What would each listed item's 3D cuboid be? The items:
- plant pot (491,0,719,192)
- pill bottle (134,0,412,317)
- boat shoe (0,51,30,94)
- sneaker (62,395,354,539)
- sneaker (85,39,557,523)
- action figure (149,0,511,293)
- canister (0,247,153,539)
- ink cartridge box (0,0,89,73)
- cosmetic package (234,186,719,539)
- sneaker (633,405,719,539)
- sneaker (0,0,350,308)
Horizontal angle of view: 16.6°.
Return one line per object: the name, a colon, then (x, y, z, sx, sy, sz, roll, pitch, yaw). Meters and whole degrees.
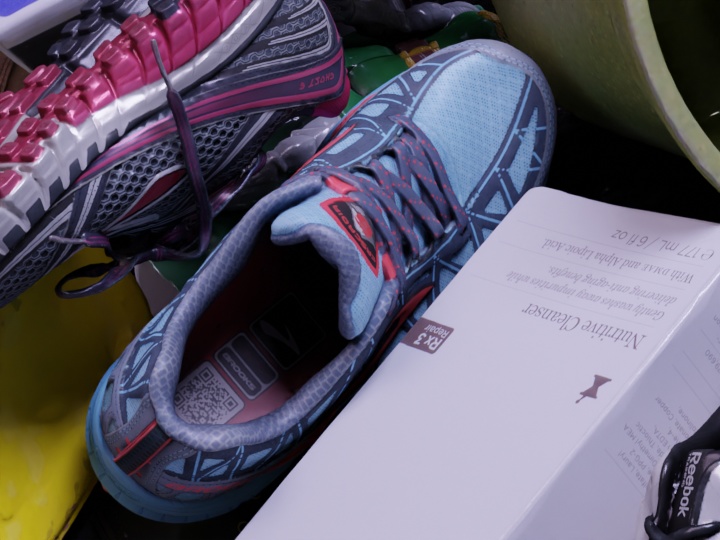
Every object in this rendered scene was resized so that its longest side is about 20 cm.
plant pot: (0.133, -0.106, 0.797, 0.200, 0.201, 0.184, -46, 17, -12)
pill bottle: (-0.037, -0.057, 0.984, 0.110, 0.111, 0.201, -27, 31, 22)
boat shoe: (-0.126, -0.067, 0.941, 0.201, 0.072, 0.072, -61, 15, -1)
sneaker: (-0.027, 0.079, 0.837, 0.200, 0.075, 0.106, -45, 42, -11)
sneaker: (0.000, 0.000, 0.776, 0.200, 0.079, 0.096, -48, -1, -17)
action figure: (0.001, -0.060, 0.881, 0.199, 0.055, 0.118, -20, 60, -28)
canister: (-0.181, 0.060, 0.863, 0.199, 0.087, 0.149, -14, 34, 38)
ink cartridge box: (-0.055, -0.193, 0.881, 0.197, 0.047, 0.201, -24, 57, 21)
cosmetic package: (0.041, 0.078, 0.729, 0.200, 0.081, 0.113, -49, 30, -18)
sneaker: (0.089, 0.095, 0.653, 0.073, 0.080, 0.201, 2, 50, 49)
sneaker: (-0.083, -0.025, 0.768, 0.200, 0.075, 0.081, -42, 26, -13)
